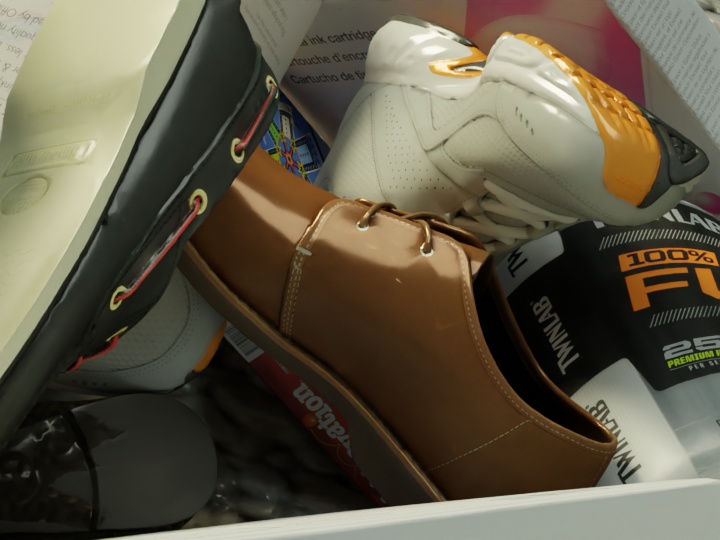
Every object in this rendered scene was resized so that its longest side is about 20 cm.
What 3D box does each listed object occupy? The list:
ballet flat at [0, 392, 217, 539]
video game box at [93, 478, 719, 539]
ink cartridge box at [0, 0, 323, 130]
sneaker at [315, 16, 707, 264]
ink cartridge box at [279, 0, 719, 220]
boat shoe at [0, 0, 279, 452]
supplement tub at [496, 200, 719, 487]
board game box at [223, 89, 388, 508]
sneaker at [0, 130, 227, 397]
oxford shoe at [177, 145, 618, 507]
[{"bbox_3d":[-0.137,0.064,0.735,0.200,0.046,0.067,-2,73,-32],"label":"ballet flat"},{"bbox_3d":[-0.036,0.088,0.645,0.200,0.047,0.182,-2,-4,-40],"label":"video game box"},{"bbox_3d":[-0.106,-0.056,0.868,0.116,0.200,0.068,22,-15,22],"label":"ink cartridge box"},{"bbox_3d":[0.041,-0.024,0.814,0.076,0.092,0.200,32,-4,-20],"label":"sneaker"},{"bbox_3d":[0.040,-0.087,0.938,0.196,0.043,0.200,-2,-41,48],"label":"ink cartridge box"},{"bbox_3d":[-0.082,-0.002,0.677,0.074,0.063,0.202,0,49,39],"label":"boat shoe"},{"bbox_3d":[0.101,0.054,0.849,0.122,0.123,0.200,11,28,-22],"label":"supplement tub"},{"bbox_3d":[-0.018,-0.001,0.920,0.103,0.019,0.200,51,16,-23],"label":"board game box"},{"bbox_3d":[-0.134,-0.021,0.758,0.200,0.076,0.092,30,3,5],"label":"sneaker"},{"bbox_3d":[0.000,0.000,0.764,0.200,0.071,0.071,46,23,1],"label":"oxford shoe"}]
